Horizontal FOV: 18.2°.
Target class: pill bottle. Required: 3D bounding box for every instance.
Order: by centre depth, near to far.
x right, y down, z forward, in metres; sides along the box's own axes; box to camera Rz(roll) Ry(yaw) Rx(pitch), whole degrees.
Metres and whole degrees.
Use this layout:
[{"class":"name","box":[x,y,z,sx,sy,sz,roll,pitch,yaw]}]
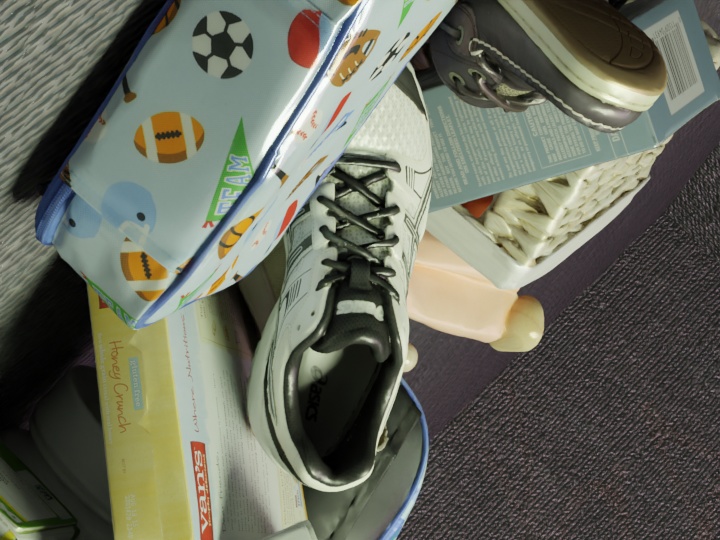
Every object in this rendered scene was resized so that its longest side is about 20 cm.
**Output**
[{"class":"pill bottle","box":[-0.169,0.152,1.104,0.200,0.114,0.114,-48,172,9]}]

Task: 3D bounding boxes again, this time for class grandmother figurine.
[{"class":"grandmother figurine","box":[0.008,-0.008,1.195,0.199,0.122,0.061,11,138,-40]}]

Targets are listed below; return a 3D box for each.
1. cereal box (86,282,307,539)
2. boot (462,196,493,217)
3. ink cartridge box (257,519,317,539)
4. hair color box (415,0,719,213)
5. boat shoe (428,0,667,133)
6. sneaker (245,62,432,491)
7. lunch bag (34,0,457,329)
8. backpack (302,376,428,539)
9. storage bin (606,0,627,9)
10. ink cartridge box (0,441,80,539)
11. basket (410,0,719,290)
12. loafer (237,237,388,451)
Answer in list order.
[{"class":"cereal box","box":[-0.072,0.060,1.027,0.039,0.145,0.200,-10,169,12]},{"class":"boot","box":[0.020,-0.021,1.282,0.200,0.107,0.075,-35,168,-49]},{"class":"ink cartridge box","box":[-0.102,0.195,0.994,0.199,0.084,0.146,-21,167,-11]},{"class":"hair color box","box":[0.063,-0.073,1.086,0.199,0.061,0.099,-15,-170,32]},{"class":"boat shoe","box":[0.061,-0.096,0.927,0.065,0.072,0.200,-61,-148,17]},{"class":"sneaker","box":[0.000,0.000,0.974,0.088,0.075,0.201,-133,-132,-71]},{"class":"lunch bag","box":[-0.037,-0.070,0.869,0.200,0.076,0.160,-51,174,22]},{"class":"backpack","box":[-0.067,0.115,1.237,0.200,0.183,0.147,-54,180,-3]},{"class":"storage bin","box":[0.112,-0.199,0.946,0.135,0.094,0.200,-48,173,4]},{"class":"ink cartridge box","box":[-0.216,0.139,0.947,0.148,0.076,0.200,-47,171,2]},{"class":"basket","box":[0.100,-0.097,1.236,0.124,0.135,0.200,-56,168,29]},{"class":"loafer","box":[-0.015,0.020,1.067,0.076,0.068,0.201,-89,164,-47]}]
